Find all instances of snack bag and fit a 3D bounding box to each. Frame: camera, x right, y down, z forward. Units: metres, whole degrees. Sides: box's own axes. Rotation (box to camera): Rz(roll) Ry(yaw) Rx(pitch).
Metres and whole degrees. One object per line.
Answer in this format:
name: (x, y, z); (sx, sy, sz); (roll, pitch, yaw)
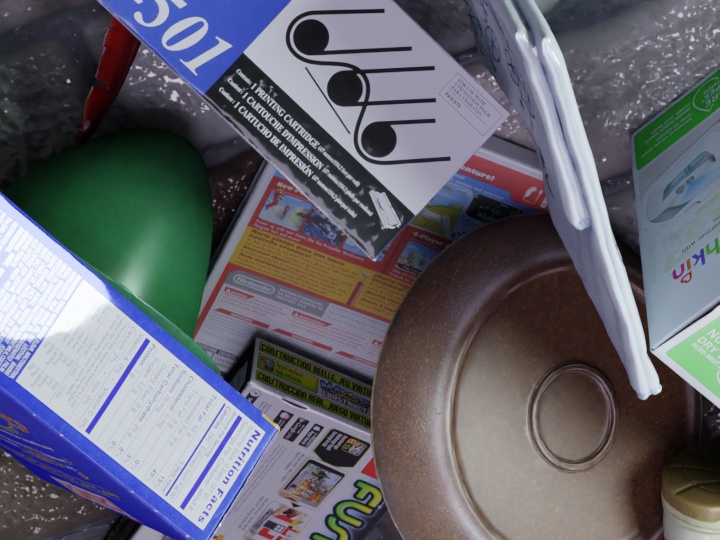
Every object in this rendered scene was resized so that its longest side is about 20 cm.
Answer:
snack bag: (0.083, -0.063, 1.368); (0.021, 0.189, 0.200); (-20, 122, -1)

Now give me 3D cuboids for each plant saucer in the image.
plant saucer: (0.097, 0.072, 1.479); (0.200, 0.200, 0.034); (40, 162, -25)

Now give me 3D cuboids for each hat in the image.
hat: (-0.097, -0.058, 1.481); (0.166, 0.176, 0.200); (33, 166, -7)

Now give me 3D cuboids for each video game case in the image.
video game case: (0.000, 0.000, 1.529); (0.143, 0.017, 0.200); (20, 125, -14)

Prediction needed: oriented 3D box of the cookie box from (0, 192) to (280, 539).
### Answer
cookie box: (-0.161, 0.034, 1.401); (0.200, 0.171, 0.075); (42, 75, -31)

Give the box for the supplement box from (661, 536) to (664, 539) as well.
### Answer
supplement box: (0.124, 0.126, 1.551); (0.200, 0.109, 0.061); (47, 156, -23)

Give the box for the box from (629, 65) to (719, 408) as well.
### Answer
box: (0.234, 0.015, 1.436); (0.200, 0.177, 0.097); (38, 119, -25)

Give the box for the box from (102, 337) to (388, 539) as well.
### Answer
box: (-0.055, 0.127, 1.602); (0.110, 0.035, 0.200); (24, 131, -17)

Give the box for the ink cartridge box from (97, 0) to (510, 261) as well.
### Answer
ink cartridge box: (-0.036, -0.107, 1.374); (0.200, 0.044, 0.094); (43, 91, -7)

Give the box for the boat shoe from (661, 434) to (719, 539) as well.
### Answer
boat shoe: (0.227, 0.111, 1.527); (0.200, 0.074, 0.066); (-14, 123, -34)
